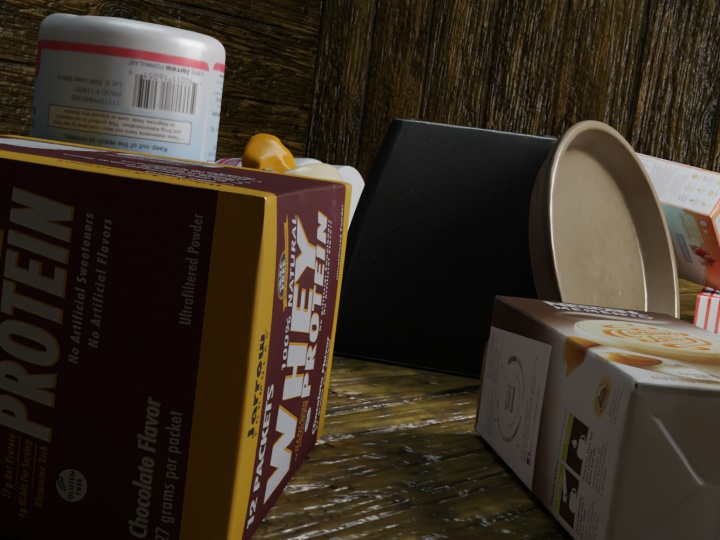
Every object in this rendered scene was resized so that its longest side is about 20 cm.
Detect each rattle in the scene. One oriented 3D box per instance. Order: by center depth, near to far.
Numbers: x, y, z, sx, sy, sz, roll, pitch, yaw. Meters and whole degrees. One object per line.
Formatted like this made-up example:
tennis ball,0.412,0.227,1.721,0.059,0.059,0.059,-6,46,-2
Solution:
rattle,-0.099,-0.107,1.071,0.128,0.146,0.199,-17,-14,22

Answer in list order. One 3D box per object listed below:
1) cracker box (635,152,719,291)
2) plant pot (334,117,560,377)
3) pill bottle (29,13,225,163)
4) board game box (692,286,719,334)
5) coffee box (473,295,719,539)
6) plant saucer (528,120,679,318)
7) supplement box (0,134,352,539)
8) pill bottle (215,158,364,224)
cracker box,0.316,-0.060,1.152,0.198,0.058,0.134,23,-22,43
plant pot,0.088,-0.024,0.853,0.196,0.181,0.199,9,7,9
pill bottle,-0.142,-0.040,0.625,0.107,0.204,0.109,7,6,-1
board game box,0.448,0.053,1.165,0.149,0.047,0.199,10,7,20
coffee box,0.136,0.071,0.516,0.112,0.081,0.200,6,7,-10
plant saucer,0.173,-0.005,0.754,0.029,0.204,0.198,-13,-8,38
supplement box,-0.117,0.017,0.464,0.193,0.135,0.200,9,7,7
pill bottle,-0.097,-0.084,1.338,0.197,0.116,0.113,4,4,31
